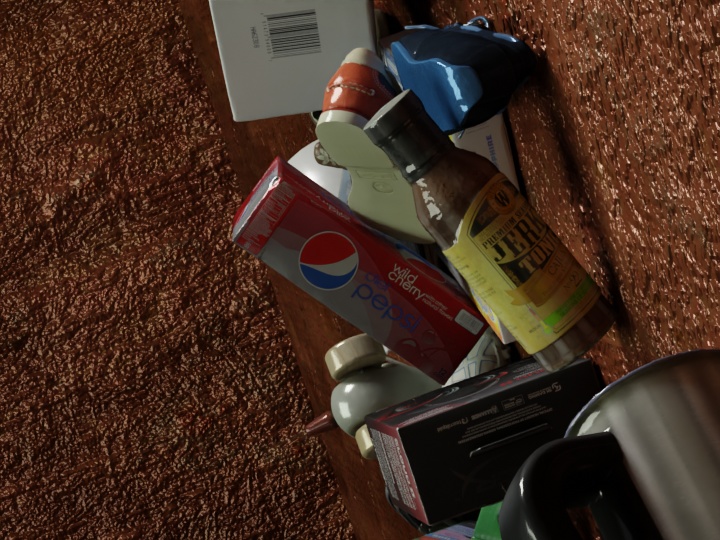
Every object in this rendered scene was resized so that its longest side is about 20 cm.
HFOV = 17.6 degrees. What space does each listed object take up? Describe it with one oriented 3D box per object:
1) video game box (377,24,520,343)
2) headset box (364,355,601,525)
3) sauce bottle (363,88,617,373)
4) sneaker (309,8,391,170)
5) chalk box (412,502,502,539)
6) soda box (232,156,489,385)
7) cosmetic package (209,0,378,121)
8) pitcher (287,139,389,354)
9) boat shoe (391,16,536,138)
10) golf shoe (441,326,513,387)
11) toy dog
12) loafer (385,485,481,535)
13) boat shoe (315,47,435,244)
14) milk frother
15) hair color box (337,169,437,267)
[{"bbox_3d":[0.076,-0.067,1.736,0.200,0.047,0.183,-123,14,-63],"label":"video game box"},{"bbox_3d":[0.093,0.118,1.668,0.200,0.148,0.076,175,76,-83],"label":"headset box"},{"bbox_3d":[0.079,-0.026,1.483,0.200,0.065,0.065,48,175,-7],"label":"sauce bottle"},{"bbox_3d":[-0.007,-0.151,1.897,0.201,0.075,0.071,-96,-2,-57],"label":"sneaker"},{"bbox_3d":[0.102,0.269,1.796,0.124,0.124,0.202,-7,-70,-64],"label":"chalk box"},{"bbox_3d":[0.000,0.000,1.760,0.199,0.064,0.070,35,-168,-11],"label":"soda box"},{"bbox_3d":[-0.057,-0.259,1.783,0.200,0.122,0.201,82,-179,-56],"label":"cosmetic package"},{"bbox_3d":[0.016,-0.015,2.096,0.201,0.121,0.172,57,-176,18],"label":"pitcher"},{"bbox_3d":[0.072,-0.125,1.546,0.200,0.068,0.085,-137,24,-72],"label":"boat shoe"},{"bbox_3d":[0.086,0.100,1.884,0.200,0.097,0.079,-117,9,-57],"label":"golf shoe"},{"bbox_3d":[0.029,0.118,1.951,0.199,0.096,0.133,28,-136,-42],"label":"toy dog"},{"bbox_3d":[0.103,0.207,1.905,0.200,0.072,0.063,30,-167,-42],"label":"loafer"},{"bbox_3d":[0.020,-0.084,1.684,0.200,0.071,0.063,57,-138,-57],"label":"boat shoe"},{"bbox_3d":[0.189,0.115,1.130,0.200,0.180,0.189,-49,48,30],"label":"milk frother"},{"bbox_3d":[0.024,-0.045,1.890,0.200,0.060,0.100,-81,-23,-64],"label":"hair color box"}]
